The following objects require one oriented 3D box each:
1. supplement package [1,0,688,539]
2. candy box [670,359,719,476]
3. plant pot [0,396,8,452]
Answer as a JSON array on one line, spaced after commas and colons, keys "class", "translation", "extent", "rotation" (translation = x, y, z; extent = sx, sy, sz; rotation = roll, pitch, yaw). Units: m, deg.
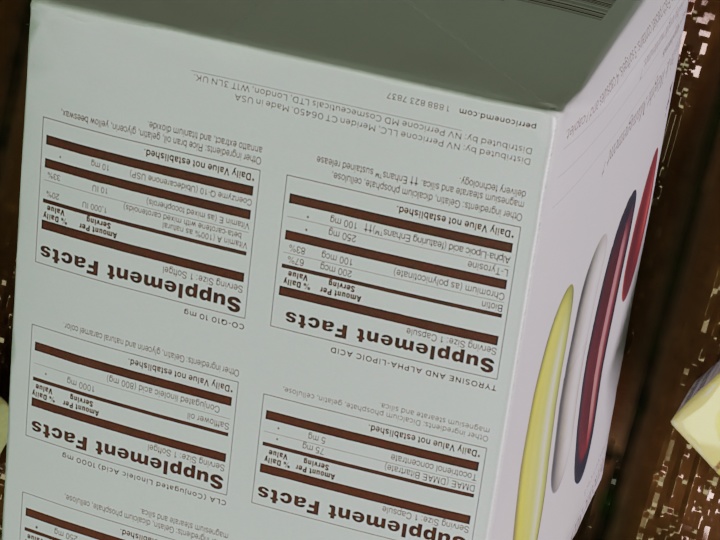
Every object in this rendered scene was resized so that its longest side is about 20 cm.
[{"class": "supplement package", "translation": [0.000, 0.000, 0.705], "extent": [0.147, 0.191, 0.200], "rotation": [14, 117, 14]}, {"class": "candy box", "translation": [0.209, 0.019, 0.732], "extent": [0.115, 0.055, 0.200], "rotation": [47, 108, 5]}, {"class": "plant pot", "translation": [-0.252, 0.013, 0.816], "extent": [0.200, 0.200, 0.190], "rotation": [-34, 74, 20]}]
